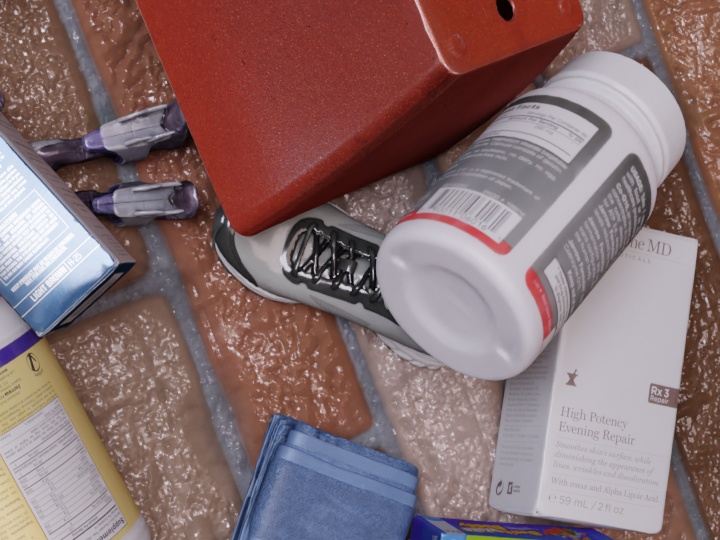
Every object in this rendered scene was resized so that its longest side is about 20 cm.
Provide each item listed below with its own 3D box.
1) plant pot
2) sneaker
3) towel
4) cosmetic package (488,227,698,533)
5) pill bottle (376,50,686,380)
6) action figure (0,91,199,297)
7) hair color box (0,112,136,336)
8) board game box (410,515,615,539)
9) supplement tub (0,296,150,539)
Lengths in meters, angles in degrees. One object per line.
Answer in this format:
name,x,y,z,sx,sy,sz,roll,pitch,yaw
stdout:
plant pot,0.008,-0.162,1.000,0.199,0.176,0.201,-25,93,-43
sneaker,0.000,0.000,1.076,0.199,0.079,0.074,25,79,-18
towel,-0.037,0.200,1.061,0.111,0.048,0.201,24,76,-24
cosmetic package,0.156,0.069,1.141,0.101,0.074,0.202,11,83,-22
pill bottle,0.109,-0.038,1.036,0.114,0.114,0.200,52,57,-12
action figure,-0.197,-0.052,1.002,0.199,0.069,0.131,-12,96,-20
hair color box,-0.212,-0.058,0.918,0.060,0.100,0.200,-42,92,-2
board game box,0.087,0.264,1.093,0.133,0.045,0.202,7,94,-23
supplement tub,-0.204,0.132,0.942,0.145,0.145,0.201,-31,99,-22
